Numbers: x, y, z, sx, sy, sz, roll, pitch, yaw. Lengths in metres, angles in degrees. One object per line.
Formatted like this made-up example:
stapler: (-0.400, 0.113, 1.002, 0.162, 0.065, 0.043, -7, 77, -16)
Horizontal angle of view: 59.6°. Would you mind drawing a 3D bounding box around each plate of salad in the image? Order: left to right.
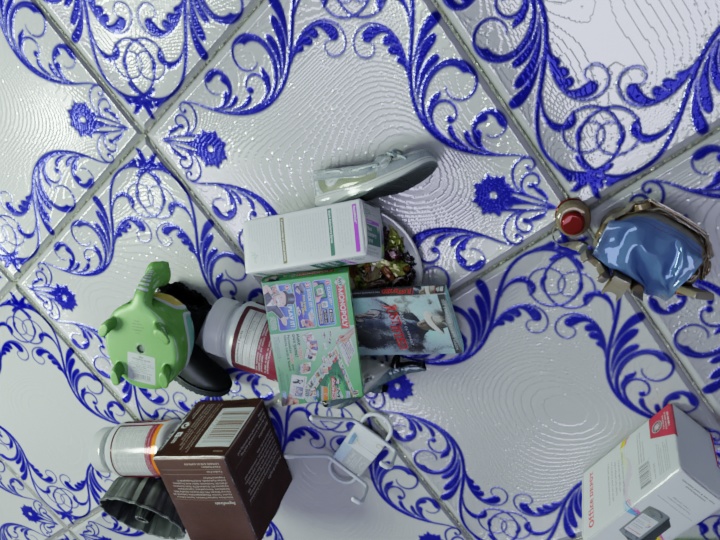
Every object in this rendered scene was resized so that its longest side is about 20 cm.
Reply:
plate of salad: (0.000, 0.000, 0.980, 0.194, 0.048, 0.205, 8, 117, 16)

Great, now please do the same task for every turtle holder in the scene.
turtle holder: (-0.345, 0.092, 1.031, 0.138, 0.132, 0.189, -18, 104, 19)

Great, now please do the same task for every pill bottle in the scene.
pill bottle: (-0.451, 0.366, 1.289, 0.195, 0.110, 0.112, -8, 113, 23)
pill bottle: (-0.157, 0.120, 1.058, 0.195, 0.115, 0.117, 17, 120, 11)

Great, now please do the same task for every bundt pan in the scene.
bundt pan: (-0.454, 0.501, 1.354, 0.196, 0.077, 0.205, 12, 140, 10)

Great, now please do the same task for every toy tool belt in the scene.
toy tool belt: (0.342, -0.026, 0.798, 0.195, 0.123, 0.127, 21, 121, 9)

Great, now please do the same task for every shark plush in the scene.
shark plush: (0.018, 0.182, 1.075, 0.197, 0.092, 0.084, -30, 128, 12)

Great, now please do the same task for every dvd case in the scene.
dvd case: (0.054, 0.082, 0.987, 0.195, 0.022, 0.148, -4, 135, 20)

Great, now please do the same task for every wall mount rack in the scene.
wall mount rack: (-0.034, 0.328, 1.139, 0.172, 0.075, 0.202, 33, 121, 1)

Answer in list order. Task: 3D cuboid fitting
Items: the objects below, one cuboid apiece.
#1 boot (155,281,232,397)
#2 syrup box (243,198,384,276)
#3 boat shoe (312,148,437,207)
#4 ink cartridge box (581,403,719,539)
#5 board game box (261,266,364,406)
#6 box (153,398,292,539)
boot: (-0.307, 0.123, 1.143, 0.194, 0.074, 0.165, 26, 115, 4)
syrup box: (-0.069, -0.044, 0.924, 0.195, 0.078, 0.084, -7, 84, 22)
boat shoe: (0.014, -0.138, 0.893, 0.198, 0.074, 0.067, -15, 83, 33)
ink cartridge box: (0.424, 0.319, 0.927, 0.085, 0.148, 0.202, 33, 123, 2)
board game box: (-0.070, 0.102, 0.955, 0.130, 0.029, 0.206, -6, 107, 1)
box: (-0.254, 0.377, 1.190, 0.160, 0.166, 0.205, -7, 113, 21)
